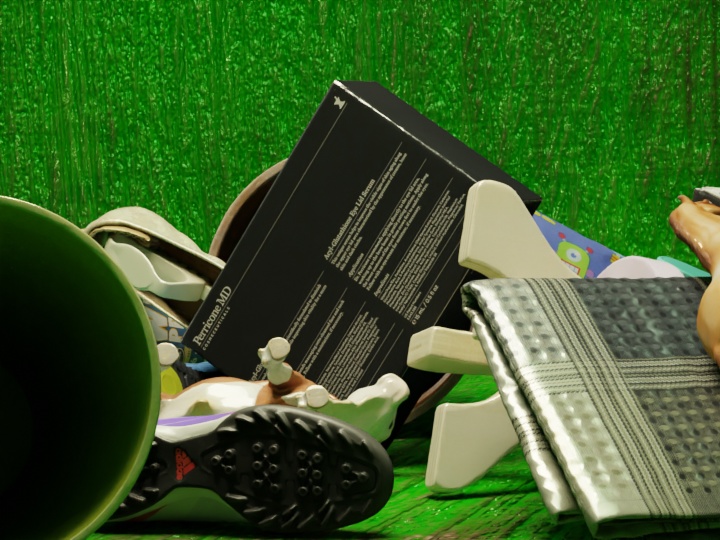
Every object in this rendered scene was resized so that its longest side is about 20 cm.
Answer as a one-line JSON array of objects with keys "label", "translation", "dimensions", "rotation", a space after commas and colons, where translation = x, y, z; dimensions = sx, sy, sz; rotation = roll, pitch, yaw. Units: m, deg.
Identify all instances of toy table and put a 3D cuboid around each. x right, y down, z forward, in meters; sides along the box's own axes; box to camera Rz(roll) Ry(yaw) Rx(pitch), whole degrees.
[{"label": "toy table", "translation": [0.106, 0.049, 1.555], "dimensions": [0.117, 0.184, 0.200], "rotation": [12, -24, -13]}]

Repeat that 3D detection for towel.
[{"label": "towel", "translation": [0.168, 0.073, 1.395], "dimensions": [0.192, 0.035, 0.200], "rotation": [0, 38, -21]}]

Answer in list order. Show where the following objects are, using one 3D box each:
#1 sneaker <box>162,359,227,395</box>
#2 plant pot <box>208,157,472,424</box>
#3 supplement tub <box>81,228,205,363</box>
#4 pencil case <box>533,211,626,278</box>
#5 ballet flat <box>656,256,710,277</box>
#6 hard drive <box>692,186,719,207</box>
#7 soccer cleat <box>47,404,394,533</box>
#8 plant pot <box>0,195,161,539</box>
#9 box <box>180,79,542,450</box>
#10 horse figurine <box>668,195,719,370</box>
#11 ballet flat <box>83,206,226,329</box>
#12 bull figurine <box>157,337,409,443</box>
[{"label": "sneaker", "translation": [-0.130, 0.092, 1.710], "dimensions": [0.078, 0.066, 0.200], "rotation": [-21, -13, 27]}, {"label": "plant pot", "translation": [0.003, 0.022, 1.914], "dimensions": [0.200, 0.201, 0.198], "rotation": [-1, -5, 8]}, {"label": "supplement tub", "translation": [-0.209, 0.044, 1.892], "dimensions": [0.144, 0.145, 0.200], "rotation": [0, 4, 29]}, {"label": "pencil case", "translation": [0.101, -0.001, 1.768], "dimensions": [0.200, 0.087, 0.078], "rotation": [26, -35, -15]}, {"label": "ballet flat", "translation": [0.231, 0.034, 1.696], "dimensions": [0.069, 0.071, 0.200], "rotation": [35, 17, 28]}, {"label": "hard drive", "translation": [0.342, -0.024, 1.839], "dimensions": [0.199, 0.038, 0.140], "rotation": [6, 9, -12]}, {"label": "soccer cleat", "translation": [-0.069, 0.107, 1.441], "dimensions": [0.199, 0.068, 0.073], "rotation": [-3, -1, 22]}, {"label": "plant pot", "translation": [-0.204, 0.071, 1.364], "dimensions": [0.187, 0.188, 0.200], "rotation": [-2, -9, -10]}, {"label": "box", "translation": [0.000, 0.000, 1.686], "dimensions": [0.141, 0.200, 0.079], "rotation": [36, 16, 14]}, {"label": "horse figurine", "translation": [0.225, 0.019, 1.413], "dimensions": [0.132, 0.050, 0.200], "rotation": [12, 38, 4]}, {"label": "ballet flat", "translation": [-0.107, 0.022, 1.796], "dimensions": [0.200, 0.068, 0.062], "rotation": [29, 16, 21]}, {"label": "bull figurine", "translation": [-0.067, 0.089, 1.583], "dimensions": [0.199, 0.065, 0.122], "rotation": [-9, -29, -3]}]
